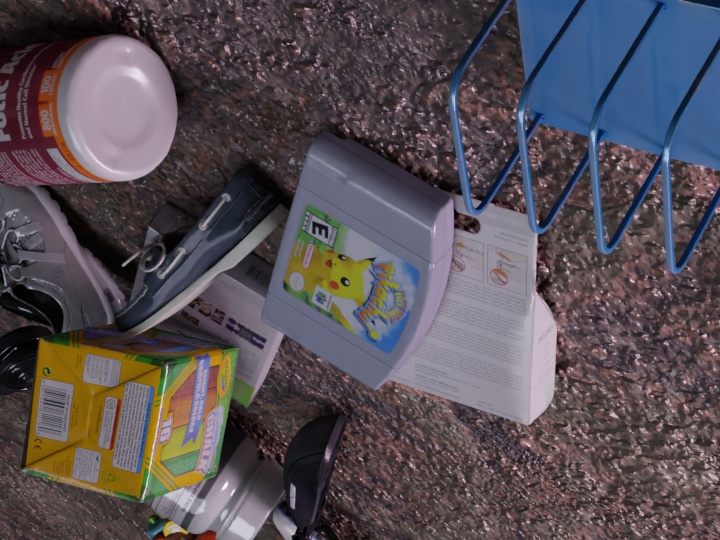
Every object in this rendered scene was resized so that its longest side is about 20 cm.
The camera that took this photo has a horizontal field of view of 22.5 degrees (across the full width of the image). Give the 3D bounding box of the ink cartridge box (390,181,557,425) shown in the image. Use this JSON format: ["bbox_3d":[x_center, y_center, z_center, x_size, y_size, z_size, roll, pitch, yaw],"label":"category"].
[{"bbox_3d":[0.074,0.013,1.420,0.161,0.050,0.200,17,127,25],"label":"ink cartridge box"}]

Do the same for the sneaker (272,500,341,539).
[{"bbox_3d":[-0.031,0.315,1.869,0.200,0.072,0.072,50,-178,-27],"label":"sneaker"}]

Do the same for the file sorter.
[{"bbox_3d":[0.168,-0.087,1.108,0.200,0.123,0.139,18,145,25],"label":"file sorter"}]

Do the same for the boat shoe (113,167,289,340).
[{"bbox_3d":[-0.144,-0.011,1.499,0.062,0.075,0.200,50,126,-4],"label":"boat shoe"}]

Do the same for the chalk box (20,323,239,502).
[{"bbox_3d":[-0.190,0.118,1.595,0.124,0.125,0.200,11,-173,19],"label":"chalk box"}]

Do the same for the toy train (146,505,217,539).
[{"bbox_3d":[-0.196,0.270,1.902,0.056,0.150,0.200,49,150,-15],"label":"toy train"}]

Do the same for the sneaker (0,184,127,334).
[{"bbox_3d":[-0.303,-0.016,1.655,0.200,0.082,0.075,47,148,2],"label":"sneaker"}]

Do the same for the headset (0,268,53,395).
[{"bbox_3d":[-0.313,0.061,1.766,0.200,0.124,0.094,-5,159,23],"label":"headset"}]

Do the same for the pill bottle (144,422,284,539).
[{"bbox_3d":[-0.175,0.191,1.804,0.200,0.114,0.114,32,148,2],"label":"pill bottle"}]

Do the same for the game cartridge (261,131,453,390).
[{"bbox_3d":[0.000,0.000,1.408,0.133,0.040,0.200,28,133,12],"label":"game cartridge"}]

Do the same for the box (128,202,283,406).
[{"bbox_3d":[-0.137,0.034,1.634,0.144,0.036,0.200,32,147,3],"label":"box"}]

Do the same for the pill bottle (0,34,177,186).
[{"bbox_3d":[-0.252,-0.125,1.445,0.200,0.114,0.114,0,135,42],"label":"pill bottle"}]

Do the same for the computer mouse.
[{"bbox_3d":[-0.062,0.222,1.714,0.046,0.141,0.200,20,147,5],"label":"computer mouse"}]
